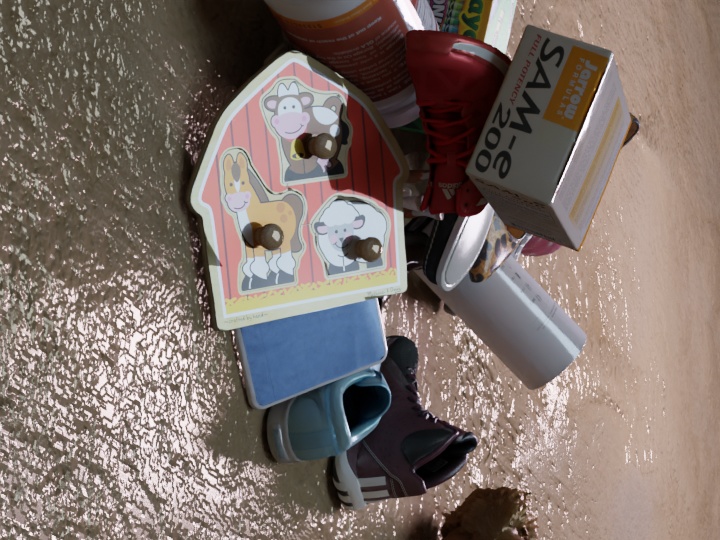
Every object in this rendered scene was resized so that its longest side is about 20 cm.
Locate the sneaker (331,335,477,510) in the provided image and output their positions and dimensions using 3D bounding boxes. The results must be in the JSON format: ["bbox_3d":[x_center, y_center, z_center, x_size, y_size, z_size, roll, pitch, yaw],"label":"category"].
[{"bbox_3d":[0.055,0.135,1.458,0.200,0.115,0.076,-70,147,-45],"label":"sneaker"}]

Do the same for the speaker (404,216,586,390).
[{"bbox_3d":[0.126,0.021,1.582,0.200,0.081,0.081,45,34,-10],"label":"speaker"}]

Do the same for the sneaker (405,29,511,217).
[{"bbox_3d":[0.078,-0.105,1.280,0.200,0.078,0.116,34,68,-61],"label":"sneaker"}]

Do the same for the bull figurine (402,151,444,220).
[{"bbox_3d":[0.000,-0.067,1.375,0.200,0.121,0.065,-12,100,-73],"label":"bull figurine"}]

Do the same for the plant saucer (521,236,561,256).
[{"bbox_3d":[0.160,-0.112,1.723,0.051,0.200,0.201,-10,97,-25],"label":"plant saucer"}]

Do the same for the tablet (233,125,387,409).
[{"bbox_3d":[-0.050,-0.003,1.277,0.130,0.014,0.201,-20,108,-28],"label":"tablet"}]

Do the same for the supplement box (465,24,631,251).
[{"bbox_3d":[0.153,-0.100,1.298,0.126,0.073,0.200,-67,164,-5],"label":"supplement box"}]

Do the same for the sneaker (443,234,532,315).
[{"bbox_3d":[0.123,-0.026,1.644,0.115,0.075,0.200,-43,155,-39],"label":"sneaker"}]

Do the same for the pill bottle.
[{"bbox_3d":[-0.002,-0.197,1.293,0.200,0.112,0.112,55,37,-59],"label":"pill bottle"}]

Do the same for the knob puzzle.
[{"bbox_3d":[-0.040,-0.067,1.242,0.219,0.030,0.220,-3,96,-33],"label":"knob puzzle"}]

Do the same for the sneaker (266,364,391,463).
[{"bbox_3d":[-0.005,0.105,1.365,0.200,0.082,0.074,-52,134,-58],"label":"sneaker"}]

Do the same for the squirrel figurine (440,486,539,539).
[{"bbox_3d":[0.130,0.313,1.587,0.187,0.141,0.200,64,32,-54],"label":"squirrel figurine"}]

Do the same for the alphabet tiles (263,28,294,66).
[{"bbox_3d":[-0.025,-0.182,1.392,0.200,0.006,0.167,-51,145,-44],"label":"alphabet tiles"}]

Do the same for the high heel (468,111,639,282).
[{"bbox_3d":[0.174,-0.075,1.509,0.071,0.142,0.200,49,49,-40],"label":"high heel"}]

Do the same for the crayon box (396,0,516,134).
[{"bbox_3d":[0.067,-0.218,1.421,0.058,0.119,0.201,4,99,-65],"label":"crayon box"}]

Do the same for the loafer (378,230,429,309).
[{"bbox_3d":[0.000,0.000,1.430,0.200,0.073,0.071,-11,106,-63],"label":"loafer"}]

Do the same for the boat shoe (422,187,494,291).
[{"bbox_3d":[0.093,-0.074,1.472,0.200,0.060,0.076,-63,158,-25],"label":"boat shoe"}]
